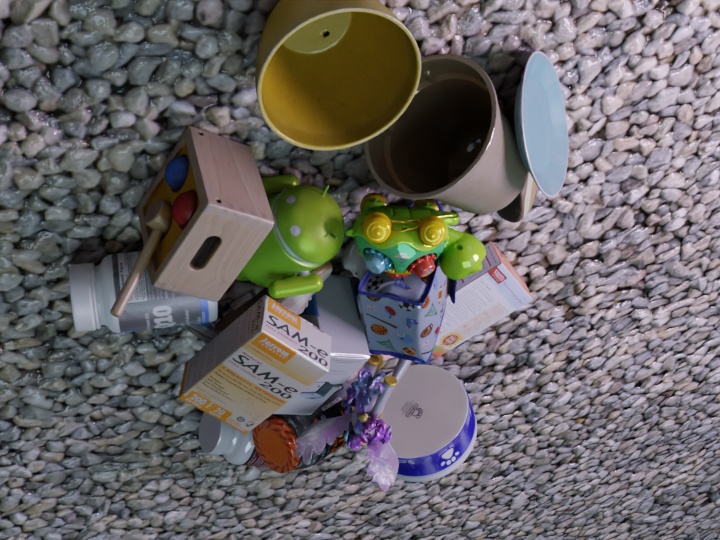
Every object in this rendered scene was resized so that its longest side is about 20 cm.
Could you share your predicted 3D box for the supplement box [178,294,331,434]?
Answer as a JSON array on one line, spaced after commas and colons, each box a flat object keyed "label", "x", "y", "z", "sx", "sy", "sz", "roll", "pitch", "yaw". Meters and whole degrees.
[{"label": "supplement box", "x": -0.152, "y": 0.139, "z": 1.515, "sx": 0.126, "sy": 0.074, "sz": 0.200, "roll": 33, "pitch": 126, "yaw": -25}]

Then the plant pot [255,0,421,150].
[{"label": "plant pot", "x": -0.043, "y": -0.268, "z": 1.276, "sx": 0.199, "sy": 0.142, "sz": 0.201, "roll": -12, "pitch": 138, "yaw": -11}]

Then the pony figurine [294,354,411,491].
[{"label": "pony figurine", "x": 0.009, "y": 0.233, "z": 1.651, "sx": 0.166, "sy": 0.193, "sz": 0.201, "roll": 24, "pitch": 115, "yaw": 9}]

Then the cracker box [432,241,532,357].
[{"label": "cracker box", "x": 0.173, "y": 0.052, "z": 1.773, "sx": 0.199, "sy": 0.058, "sz": 0.134, "roll": -32, "pitch": 139, "yaw": 13}]

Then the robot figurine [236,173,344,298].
[{"label": "robot figurine", "x": -0.103, "y": -0.047, "z": 1.482, "sx": 0.115, "sy": 0.176, "sz": 0.200, "roll": 3, "pitch": 159, "yaw": -45}]

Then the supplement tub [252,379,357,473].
[{"label": "supplement tub", "x": -0.077, "y": 0.252, "z": 1.768, "sx": 0.200, "sy": 0.122, "sz": 0.123, "roll": -27, "pitch": 150, "yaw": -42}]

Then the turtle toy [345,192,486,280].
[{"label": "turtle toy", "x": 0.077, "y": -0.040, "z": 1.463, "sx": 0.199, "sy": 0.146, "sz": 0.102, "roll": 4, "pitch": 109, "yaw": -3}]

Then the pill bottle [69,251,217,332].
[{"label": "pill bottle", "x": -0.308, "y": 0.029, "z": 1.501, "sx": 0.199, "sy": 0.114, "sz": 0.114, "roll": -7, "pitch": 137, "yaw": -11}]

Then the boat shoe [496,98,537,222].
[{"label": "boat shoe", "x": 0.240, "y": -0.173, "z": 1.565, "sx": 0.076, "sy": 0.071, "sz": 0.201, "roll": -35, "pitch": 142, "yaw": -38}]

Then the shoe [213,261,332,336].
[{"label": "shoe", "x": -0.122, "y": 0.051, "z": 1.559, "sx": 0.200, "sy": 0.070, "sz": 0.054, "roll": -34, "pitch": 110, "yaw": -1}]

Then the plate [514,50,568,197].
[{"label": "plate", "x": 0.246, "y": -0.200, "z": 1.453, "sx": 0.025, "sy": 0.201, "sz": 0.200, "roll": -4, "pitch": 147, "yaw": 27}]

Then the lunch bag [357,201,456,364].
[{"label": "lunch bag", "x": 0.084, "y": 0.012, "z": 1.597, "sx": 0.123, "sy": 0.201, "sz": 0.170, "roll": 12, "pitch": 144, "yaw": 13}]

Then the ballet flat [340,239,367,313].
[{"label": "ballet flat", "x": 0.000, "y": 0.000, "z": 1.648, "sx": 0.069, "sy": 0.070, "sz": 0.201, "roll": -11, "pitch": 139, "yaw": -11}]

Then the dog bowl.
[{"label": "dog bowl", "x": 0.103, "y": 0.268, "z": 1.868, "sx": 0.199, "sy": 0.201, "sz": 0.079, "roll": -21, "pitch": 137, "yaw": 1}]

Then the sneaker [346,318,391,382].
[{"label": "sneaker", "x": 0.011, "y": 0.128, "z": 1.745, "sx": 0.105, "sy": 0.075, "sz": 0.200, "roll": -45, "pitch": 159, "yaw": 24}]

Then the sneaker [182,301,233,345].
[{"label": "sneaker", "x": -0.198, "y": 0.097, "z": 1.597, "sx": 0.200, "sy": 0.072, "sz": 0.073, "roll": 39, "pitch": 127, "yaw": -5}]

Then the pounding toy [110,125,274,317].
[{"label": "pounding toy", "x": -0.234, "y": -0.054, "z": 1.393, "sx": 0.142, "sy": 0.185, "sz": 0.200, "roll": 16, "pitch": 127, "yaw": -35}]

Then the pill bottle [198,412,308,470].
[{"label": "pill bottle", "x": -0.173, "y": 0.286, "z": 1.837, "sx": 0.199, "sy": 0.113, "sz": 0.113, "roll": 12, "pitch": 130, "yaw": -33}]

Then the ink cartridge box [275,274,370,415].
[{"label": "ink cartridge box", "x": -0.080, "y": 0.118, "z": 1.642, "sx": 0.085, "sy": 0.147, "sz": 0.200, "roll": 6, "pitch": 145, "yaw": -30}]

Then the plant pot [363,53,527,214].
[{"label": "plant pot", "x": 0.136, "y": -0.167, "z": 1.443, "sx": 0.200, "sy": 0.201, "sz": 0.183, "roll": -39, "pitch": 148, "yaw": 19}]
